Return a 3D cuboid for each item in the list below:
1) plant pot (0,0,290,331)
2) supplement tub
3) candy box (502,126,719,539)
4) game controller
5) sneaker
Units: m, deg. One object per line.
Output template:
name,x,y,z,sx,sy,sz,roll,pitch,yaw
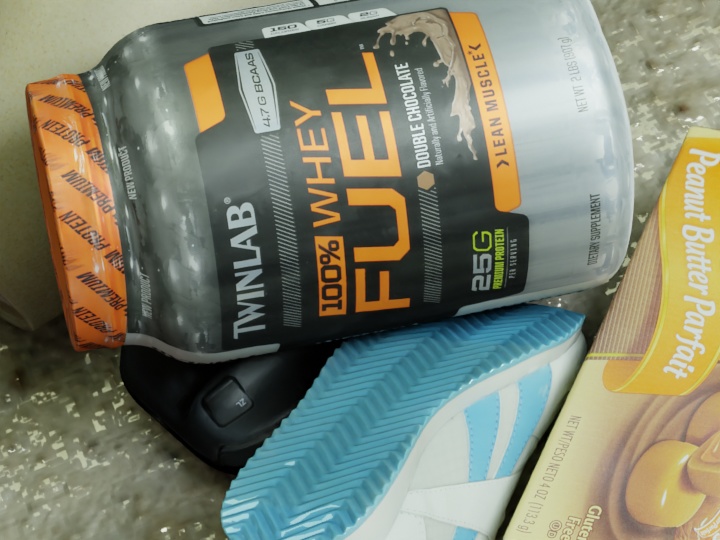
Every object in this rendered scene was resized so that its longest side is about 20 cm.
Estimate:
plant pot,-0.106,-0.082,0.955,0.187,0.187,0.200,28,75,33
supplement tub,-0.013,-0.036,0.849,0.199,0.123,0.123,-11,47,-9
candy box,0.141,0.044,0.844,0.115,0.055,0.200,12,53,24
game controller,0.000,0.000,0.939,0.200,0.042,0.104,-36,36,-18
sneaker,0.020,0.073,0.841,0.076,0.081,0.200,6,30,33
